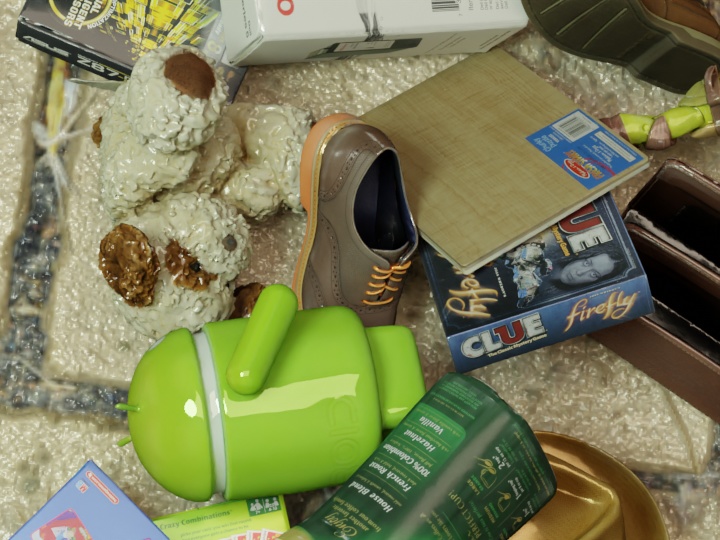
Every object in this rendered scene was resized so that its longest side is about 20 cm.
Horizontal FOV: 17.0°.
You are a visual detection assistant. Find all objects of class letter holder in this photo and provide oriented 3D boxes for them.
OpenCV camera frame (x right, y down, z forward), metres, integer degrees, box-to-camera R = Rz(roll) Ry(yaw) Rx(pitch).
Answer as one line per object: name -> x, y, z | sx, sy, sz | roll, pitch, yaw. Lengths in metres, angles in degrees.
letter holder -> 0.255, 0.030, 1.633 | 0.200, 0.142, 0.101 | 34, 74, 2

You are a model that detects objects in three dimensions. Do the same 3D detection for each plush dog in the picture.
plush dog -> -0.125, -0.036, 1.604 | 0.160, 0.200, 0.172 | -9, 68, 32

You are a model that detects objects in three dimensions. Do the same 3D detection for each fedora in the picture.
fedora -> 0.109, 0.175, 1.586 | 0.200, 0.082, 0.201 | 1, 60, -2

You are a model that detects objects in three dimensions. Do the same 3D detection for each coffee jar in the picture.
coffee jar -> 0.024, 0.164, 1.495 | 0.200, 0.104, 0.085 | -43, 44, -17

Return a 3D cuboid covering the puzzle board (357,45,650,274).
puzzle board -> 0.082, -0.078, 1.643 | 0.150, 0.017, 0.200 | -29, 40, -15

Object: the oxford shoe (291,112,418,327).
oxford shoe -> 0.000, 0.000, 1.603 | 0.071, 0.073, 0.201 | -18, 115, -29

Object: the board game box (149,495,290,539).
board game box -> -0.139, 0.217, 1.581 | 0.199, 0.048, 0.102 | -11, 77, -11

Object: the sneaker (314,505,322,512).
sneaker -> 0.010, 0.244, 1.554 | 0.080, 0.074, 0.201 | -15, 68, 14

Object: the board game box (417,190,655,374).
board game box -> 0.105, -0.024, 1.608 | 0.135, 0.035, 0.200 | -18, 38, 1

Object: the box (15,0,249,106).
box -> -0.131, -0.222, 1.697 | 0.161, 0.049, 0.201 | 24, 73, -5

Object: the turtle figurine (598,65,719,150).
turtle figurine -> 0.242, -0.107, 1.661 | 0.161, 0.200, 0.065 | -16, 102, 12

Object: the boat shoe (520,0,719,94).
boat shoe -> 0.178, -0.188, 1.687 | 0.200, 0.072, 0.068 | 27, 46, -41

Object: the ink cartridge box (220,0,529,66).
ink cartridge box -> 0.002, -0.224, 1.662 | 0.199, 0.084, 0.146 | -5, 82, -21

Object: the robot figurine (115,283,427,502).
robot figurine -> -0.059, 0.087, 1.554 | 0.199, 0.176, 0.116 | -8, 66, -9

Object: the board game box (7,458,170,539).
board game box -> -0.150, 0.239, 1.525 | 0.200, 0.045, 0.134 | 45, 74, 5
